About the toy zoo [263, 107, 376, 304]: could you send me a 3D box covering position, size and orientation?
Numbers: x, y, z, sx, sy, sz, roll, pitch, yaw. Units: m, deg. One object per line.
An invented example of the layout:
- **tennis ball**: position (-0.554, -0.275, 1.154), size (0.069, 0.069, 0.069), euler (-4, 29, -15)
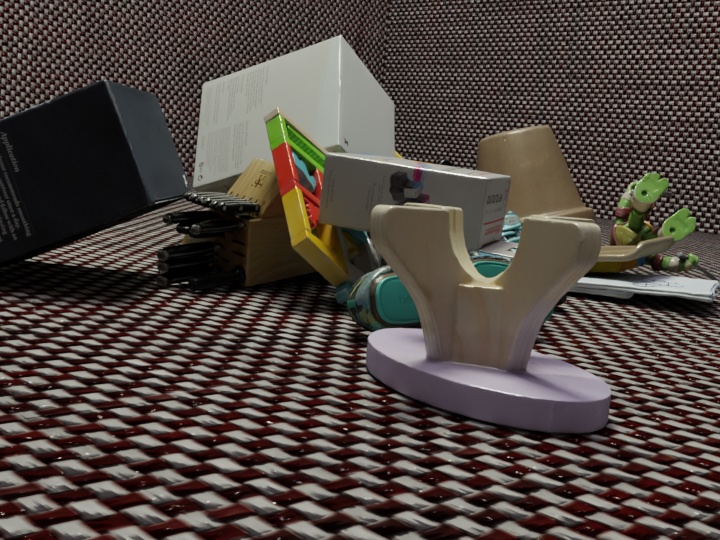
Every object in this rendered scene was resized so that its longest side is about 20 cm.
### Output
- **toy zoo**: position (-0.034, -0.053, 0.937), size (0.020, 0.202, 0.131), euler (-30, -39, 20)

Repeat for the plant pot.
- **plant pot**: position (0.248, -0.121, 1.441), size (0.196, 0.178, 0.200), euler (-11, 0, 0)

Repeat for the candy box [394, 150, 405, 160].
- **candy box**: position (0.029, -0.132, 1.301), size (0.200, 0.057, 0.117), euler (42, -6, 1)

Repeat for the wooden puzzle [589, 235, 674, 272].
- **wooden puzzle**: position (0.298, -0.016, 1.254), size (0.197, 0.038, 0.184), euler (-6, 1, 31)

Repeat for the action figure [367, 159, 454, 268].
- **action figure**: position (0.041, -0.046, 1.063), size (0.117, 0.104, 0.200), euler (-7, -15, -26)

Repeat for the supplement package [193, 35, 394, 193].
- **supplement package**: position (-0.076, -0.152, 1.148), size (0.197, 0.155, 0.150), euler (-13, -29, 25)

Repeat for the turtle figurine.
- **turtle figurine**: position (0.443, -0.073, 1.390), size (0.196, 0.147, 0.194), euler (0, -16, 3)

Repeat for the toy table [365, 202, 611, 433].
- **toy table**: position (0.084, 0.020, 0.625), size (0.182, 0.120, 0.198), euler (-1, 9, -44)

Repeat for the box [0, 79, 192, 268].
- **box**: position (-0.285, -0.087, 0.903), size (0.197, 0.119, 0.197), euler (-20, 6, 2)

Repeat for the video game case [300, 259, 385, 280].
- **video game case**: position (0.000, 0.000, 1.113), size (0.196, 0.018, 0.143), euler (9, 7, 24)

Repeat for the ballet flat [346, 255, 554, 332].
- **ballet flat**: position (0.074, 0.024, 0.808), size (0.197, 0.076, 0.074), euler (5, 6, -32)

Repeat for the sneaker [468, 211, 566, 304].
- **sneaker**: position (0.161, -0.020, 1.071), size (0.076, 0.088, 0.199), euler (3, 17, -32)

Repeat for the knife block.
- **knife block**: position (-0.116, -0.016, 0.982), size (0.063, 0.177, 0.201), euler (19, -24, 37)

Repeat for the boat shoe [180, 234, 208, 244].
- **boat shoe**: position (-0.162, -0.048, 1.126), size (0.072, 0.065, 0.200), euler (0, 0, -26)

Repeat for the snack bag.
- **snack bag**: position (0.350, 0.020, 1.193), size (0.196, 0.022, 0.188), euler (5, 5, 23)

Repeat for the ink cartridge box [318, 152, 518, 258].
- **ink cartridge box**: position (0.073, -0.064, 0.895), size (0.196, 0.069, 0.115), euler (11, 10, 18)
